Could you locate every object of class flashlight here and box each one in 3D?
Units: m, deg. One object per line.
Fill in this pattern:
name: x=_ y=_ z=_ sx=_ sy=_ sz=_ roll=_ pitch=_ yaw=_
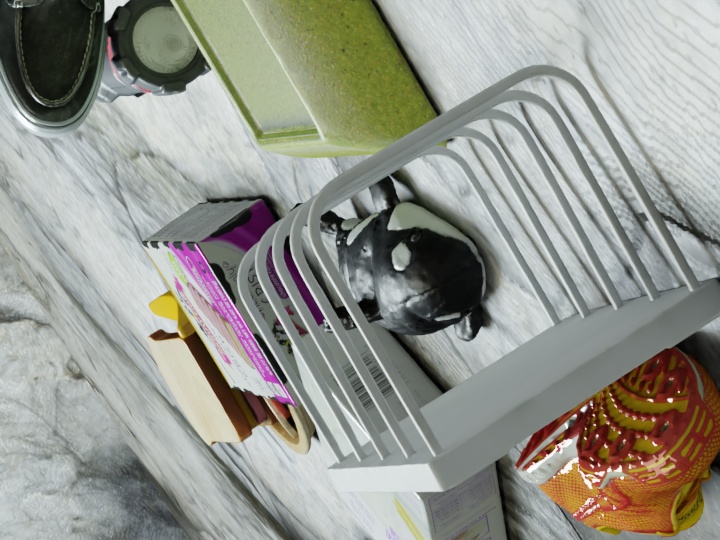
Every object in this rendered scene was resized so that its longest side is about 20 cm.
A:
flashlight: x=-0.137 y=-0.143 z=1.362 sx=0.200 sy=0.068 sz=0.068 roll=-159 pitch=57 yaw=-76

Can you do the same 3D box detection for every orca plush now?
orca plush: x=0.000 y=0.000 z=1.175 sx=0.200 sy=0.071 sz=0.105 roll=35 pitch=155 yaw=58

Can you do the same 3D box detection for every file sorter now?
file sorter: x=0.038 y=0.007 z=0.918 sx=0.125 sy=0.139 sz=0.200 roll=59 pitch=167 yaw=-1

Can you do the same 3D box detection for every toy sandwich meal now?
toy sandwich meal: x=-0.113 y=0.083 z=1.773 sx=0.205 sy=0.070 sz=0.205 roll=52 pitch=166 yaw=19

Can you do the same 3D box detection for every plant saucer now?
plant saucer: x=-0.051 y=-0.135 z=1.099 sx=0.200 sy=0.048 sz=0.200 roll=59 pitch=166 yaw=-10

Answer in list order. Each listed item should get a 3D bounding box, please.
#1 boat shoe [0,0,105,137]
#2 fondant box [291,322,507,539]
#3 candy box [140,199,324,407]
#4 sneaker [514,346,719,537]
boat shoe: x=-0.181 y=-0.180 z=1.253 sx=0.071 sy=0.072 sz=0.201 roll=168 pitch=101 yaw=-71
fondant box: x=0.030 y=0.131 z=1.404 sx=0.144 sy=0.058 sz=0.200 roll=49 pitch=166 yaw=31
candy box: x=-0.082 y=0.021 z=1.543 sx=0.137 sy=0.061 sz=0.200 roll=58 pitch=167 yaw=-9
sneaker: x=0.130 y=0.080 z=0.948 sx=0.077 sy=0.073 sz=0.200 roll=35 pitch=170 yaw=-1
